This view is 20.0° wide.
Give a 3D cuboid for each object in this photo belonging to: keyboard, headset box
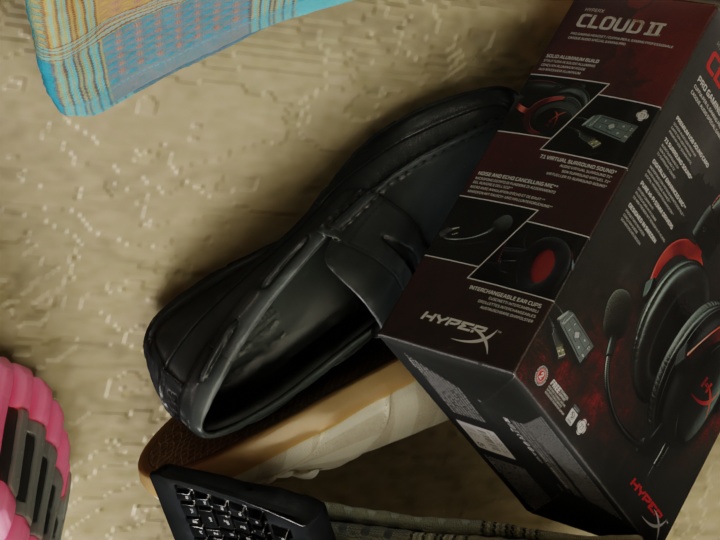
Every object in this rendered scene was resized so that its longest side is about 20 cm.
[{"bbox_3d":[-0.032,0.153,0.895,0.103,0.040,0.201,9,150,15],"label":"keyboard"},{"bbox_3d":[0.113,-0.009,0.858,0.201,0.075,0.149,-58,136,-19],"label":"headset box"}]

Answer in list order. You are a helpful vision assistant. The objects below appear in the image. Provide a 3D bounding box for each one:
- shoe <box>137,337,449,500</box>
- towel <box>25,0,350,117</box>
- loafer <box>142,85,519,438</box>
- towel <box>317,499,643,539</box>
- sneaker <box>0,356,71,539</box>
[{"bbox_3d":[-0.001,0.061,0.897,0.199,0.070,0.054,-25,112,-11],"label":"shoe"},{"bbox_3d":[-0.048,-0.109,0.717,0.146,0.200,0.022,-24,83,-8],"label":"towel"},{"bbox_3d":[0.000,0.000,0.860,0.200,0.070,0.068,-37,128,-2],"label":"loafer"},{"bbox_3d":[0.065,0.154,0.921,0.198,0.035,0.193,6,148,19],"label":"towel"},{"bbox_3d":[-0.188,0.063,0.827,0.094,0.080,0.201,-7,141,20],"label":"sneaker"}]
